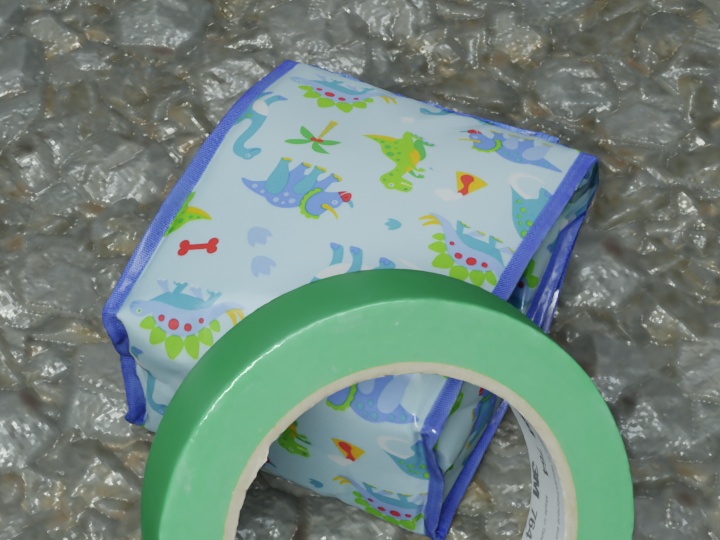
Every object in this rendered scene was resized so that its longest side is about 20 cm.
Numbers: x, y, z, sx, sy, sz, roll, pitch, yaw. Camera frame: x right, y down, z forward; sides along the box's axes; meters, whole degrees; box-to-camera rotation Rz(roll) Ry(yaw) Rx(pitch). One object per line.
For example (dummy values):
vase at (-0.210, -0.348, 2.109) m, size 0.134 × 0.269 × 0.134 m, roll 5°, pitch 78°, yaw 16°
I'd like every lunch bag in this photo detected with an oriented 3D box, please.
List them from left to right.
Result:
lunch bag at (0.000, 0.000, 1.133) m, size 0.170 × 0.128 × 0.200 m, roll 19°, pitch 60°, yaw 14°

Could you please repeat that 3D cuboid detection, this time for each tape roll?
tape roll at (0.011, 0.102, 0.999) m, size 0.200 × 0.201 × 0.048 m, roll -10°, pitch 18°, yaw -12°
